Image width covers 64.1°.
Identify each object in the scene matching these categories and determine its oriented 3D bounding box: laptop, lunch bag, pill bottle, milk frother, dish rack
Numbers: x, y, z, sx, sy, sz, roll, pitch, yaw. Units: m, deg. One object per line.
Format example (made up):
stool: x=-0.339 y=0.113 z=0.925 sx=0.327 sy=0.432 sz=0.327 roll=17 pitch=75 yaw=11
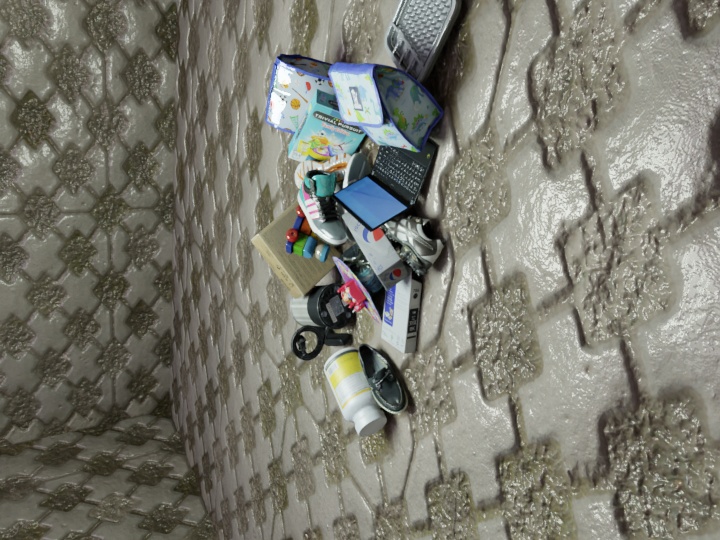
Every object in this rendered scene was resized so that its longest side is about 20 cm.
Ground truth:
laptop: x=0.046 y=-0.211 z=1.240 sx=0.177 sy=0.101 sz=0.206 roll=43 pitch=120 yaw=43
lunch bag: x=0.041 y=-0.341 z=1.156 sx=0.168 sy=0.199 sz=0.130 roll=26 pitch=80 yaw=52
lunch bag: x=-0.134 y=-0.436 z=1.444 sx=0.126 sy=0.193 sz=0.174 roll=-108 pitch=29 yaw=-48
pill bottle: x=-0.010 y=0.306 z=1.447 sx=0.203 sy=0.109 sz=0.114 roll=61 pitch=142 yaw=33
milk frother: x=-0.136 y=0.135 z=1.552 sx=0.186 sy=0.194 sz=0.188 roll=-7 pitch=93 yaw=59
dish rack: x=0.127 y=-0.494 z=1.152 sx=0.175 sy=0.042 sz=0.203 roll=64 pitch=144 yaw=32

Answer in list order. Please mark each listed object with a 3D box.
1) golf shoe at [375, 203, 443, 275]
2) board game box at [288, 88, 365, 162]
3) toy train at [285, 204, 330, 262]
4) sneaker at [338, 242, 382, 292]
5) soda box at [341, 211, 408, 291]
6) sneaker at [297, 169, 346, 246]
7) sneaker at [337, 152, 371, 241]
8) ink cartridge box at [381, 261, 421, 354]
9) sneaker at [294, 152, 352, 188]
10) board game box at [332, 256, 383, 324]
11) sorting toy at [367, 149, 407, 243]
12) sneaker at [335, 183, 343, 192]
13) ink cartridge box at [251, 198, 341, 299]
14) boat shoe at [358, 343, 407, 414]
golf shoe: x=0.105 y=-0.086 z=1.230 sx=0.094 sy=0.077 sz=0.202 roll=-42 pitch=61 yaw=10
board game box: x=-0.078 y=-0.334 z=1.416 sx=0.200 sy=0.146 sz=0.048 roll=132 pitch=145 yaw=-51
toy train: x=-0.111 y=-0.126 z=1.471 sx=0.085 sy=0.112 sz=0.206 roll=110 pitch=-179 yaw=-69
sneaker: x=0.000 y=0.000 z=1.415 sx=0.087 sy=0.077 sz=0.200 roll=52 pitch=180 yaw=-24
soda box: x=0.031 y=-0.058 z=1.272 sx=0.203 sy=0.062 sz=0.069 roll=60 pitch=-176 yaw=38
sneaker: x=-0.081 y=-0.165 z=1.345 sx=0.202 sy=0.081 sz=0.123 roll=54 pitch=143 yaw=31
sneaker: x=-0.026 y=-0.179 z=1.374 sx=0.080 sy=0.068 sz=0.208 roll=31 pitch=117 yaw=54
ink cartridge box: x=0.093 y=0.074 z=1.306 sx=0.099 sy=0.038 sz=0.208 roll=30 pitch=121 yaw=54
sneaker: x=-0.082 y=-0.244 z=1.451 sx=0.194 sy=0.076 sz=0.082 roll=-5 pitch=95 yaw=31
board game box: x=-0.018 y=0.062 z=1.386 sx=0.158 sy=0.039 sz=0.202 roll=44 pitch=166 yaw=42
sorting toy: x=0.045 y=-0.152 z=1.361 sx=0.187 sy=0.035 sz=0.204 roll=56 pitch=135 yaw=39
sneaker: x=-0.089 y=-0.151 z=1.545 sx=0.117 sy=0.071 sz=0.204 roll=61 pitch=141 yaw=38
ink cartridge box: x=-0.168 y=-0.057 z=1.535 sx=0.202 sy=0.164 sz=0.075 roll=53 pitch=151 yaw=-9
boat shoe: x=0.047 y=0.249 z=1.367 sx=0.202 sy=0.073 sz=0.067 roll=62 pitch=179 yaw=45
